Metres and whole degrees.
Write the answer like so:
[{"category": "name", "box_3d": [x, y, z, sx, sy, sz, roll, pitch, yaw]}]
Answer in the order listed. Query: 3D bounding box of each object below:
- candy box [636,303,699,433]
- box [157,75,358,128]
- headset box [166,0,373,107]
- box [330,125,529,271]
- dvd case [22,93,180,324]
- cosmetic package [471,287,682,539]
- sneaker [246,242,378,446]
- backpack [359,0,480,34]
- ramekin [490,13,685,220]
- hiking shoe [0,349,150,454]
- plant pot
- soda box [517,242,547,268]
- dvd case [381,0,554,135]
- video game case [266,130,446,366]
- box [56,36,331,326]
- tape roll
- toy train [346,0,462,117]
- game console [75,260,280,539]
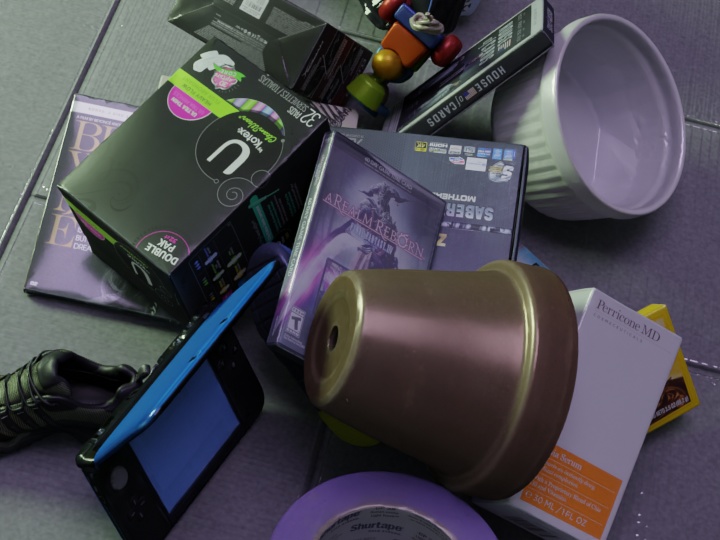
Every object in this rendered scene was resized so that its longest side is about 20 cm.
[{"category": "candy box", "box_3d": [0.205, 0.114, 1.512, 0.200, 0.026, 0.102, -25, 99, -22]}, {"category": "box", "box_3d": [-0.106, -0.126, 1.667, 0.199, 0.068, 0.082, 9, 57, -4]}, {"category": "headset box", "box_3d": [-0.084, -0.231, 1.702, 0.149, 0.200, 0.077, 30, 94, 13]}, {"category": "box", "box_3d": [0.048, -0.046, 1.566, 0.199, 0.051, 0.158, 7, 69, 9]}, {"category": "dvd case", "box_3d": [-0.217, -0.059, 1.583, 0.148, 0.016, 0.201, 12, 71, -1]}, {"category": "cosmetic package", "box_3d": [0.185, 0.127, 1.447, 0.101, 0.071, 0.200, 28, 75, -18]}, {"category": "sneaker", "box_3d": [-0.028, 0.056, 1.497, 0.082, 0.074, 0.200, -41, 105, -40]}, {"category": "backpack", "box_3d": [0.058, -0.367, 1.831, 0.190, 0.200, 0.154, 39, 23, 29]}, {"category": "ramekin", "box_3d": [0.219, -0.143, 1.673, 0.200, 0.105, 0.201, 10, 75, -41]}, {"category": "hiking shoe", "box_3d": [-0.276, 0.099, 1.430, 0.199, 0.101, 0.076, -2, 50, -13]}, {"category": "plant pot", "box_3d": [0.053, 0.073, 1.379, 0.174, 0.200, 0.201, 15, 47, -20]}, {"category": "soda box", "box_3d": [0.093, -0.023, 1.627, 0.068, 0.064, 0.200, -30, 63, -30]}, {"category": "dvd case", "box_3d": [0.104, -0.187, 1.667, 0.025, 0.200, 0.150, 50, 18, -13]}, {"category": "video game case", "box_3d": [0.000, 0.000, 1.460, 0.143, 0.019, 0.201, 30, 65, -35]}, {"category": "box", "box_3d": [-0.137, -0.074, 1.504, 0.148, 0.124, 0.200, 37, 73, 24]}, {"category": "tape roll", "box_3d": [0.017, 0.267, 1.359, 0.199, 0.085, 0.200, 5, 49, -6]}, {"category": "toy train", "box_3d": [0.030, -0.204, 1.648, 0.085, 0.116, 0.200, 40, 8, 0]}, {"category": "game console", "box_3d": [-0.124, 0.114, 1.382, 0.118, 0.171, 0.200, 3, 41, 37]}]
